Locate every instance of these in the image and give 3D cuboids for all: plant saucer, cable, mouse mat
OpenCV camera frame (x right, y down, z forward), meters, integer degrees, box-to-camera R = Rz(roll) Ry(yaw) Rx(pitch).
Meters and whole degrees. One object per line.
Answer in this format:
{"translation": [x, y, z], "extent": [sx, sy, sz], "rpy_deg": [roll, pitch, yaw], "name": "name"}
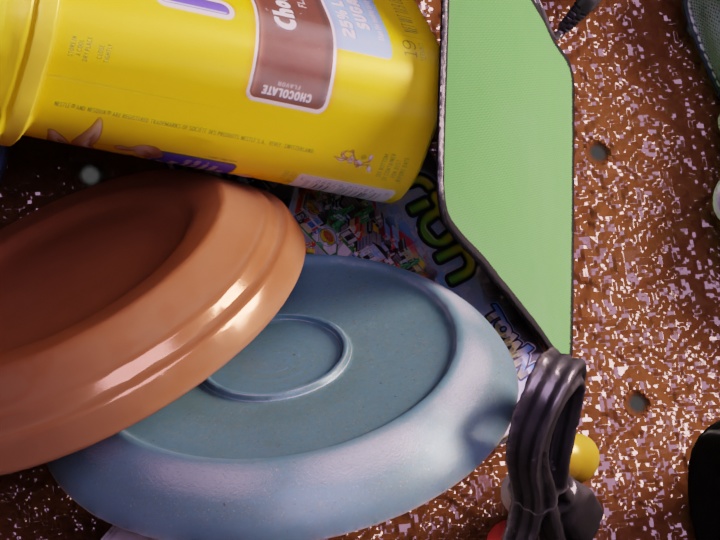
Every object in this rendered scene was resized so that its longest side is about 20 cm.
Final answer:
{"translation": [-0.035, 0.044, 1.077], "extent": [0.199, 0.200, 0.028], "rpy_deg": [-18, 121, -18], "name": "plant saucer"}
{"translation": [0.066, 0.092, 1.104], "extent": [0.050, 0.200, 0.097], "rpy_deg": [30, 78, 22], "name": "cable"}
{"translation": [0.067, -0.062, 1.163], "extent": [0.007, 0.200, 0.162], "rpy_deg": [-5, 67, 18], "name": "mouse mat"}
{"translation": [-0.120, 0.014, 1.087], "extent": [0.200, 0.200, 0.038], "rpy_deg": [-35, 116, -21], "name": "plant saucer"}

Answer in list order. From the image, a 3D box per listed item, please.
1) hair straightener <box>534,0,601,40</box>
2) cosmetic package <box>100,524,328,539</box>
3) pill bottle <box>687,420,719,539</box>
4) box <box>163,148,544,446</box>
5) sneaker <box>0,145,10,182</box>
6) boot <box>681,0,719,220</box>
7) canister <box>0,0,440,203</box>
{"translation": [0.116, -0.207, 1.304], "extent": [0.076, 0.041, 0.201], "rpy_deg": [16, 74, 13], "name": "hair straightener"}
{"translation": [-0.024, 0.170, 1.102], "extent": [0.200, 0.108, 0.085], "rpy_deg": [41, 68, 3], "name": "cosmetic package"}
{"translation": [0.258, 0.095, 1.191], "extent": [0.199, 0.112, 0.113], "rpy_deg": [-17, 77, -18], "name": "pill bottle"}
{"translation": [0.000, 0.000, 1.202], "extent": [0.110, 0.035, 0.201], "rpy_deg": [-26, 80, -20], "name": "box"}
{"translation": [-0.230, -0.007, 1.096], "extent": [0.200, 0.078, 0.066], "rpy_deg": [-37, 87, -3], "name": "sneaker"}
{"translation": [0.199, -0.059, 1.247], "extent": [0.090, 0.073, 0.201], "rpy_deg": [-33, 83, -27], "name": "boot"}
{"translation": [-0.077, -0.100, 1.111], "extent": [0.199, 0.087, 0.149], "rpy_deg": [10, 27, -22], "name": "canister"}
